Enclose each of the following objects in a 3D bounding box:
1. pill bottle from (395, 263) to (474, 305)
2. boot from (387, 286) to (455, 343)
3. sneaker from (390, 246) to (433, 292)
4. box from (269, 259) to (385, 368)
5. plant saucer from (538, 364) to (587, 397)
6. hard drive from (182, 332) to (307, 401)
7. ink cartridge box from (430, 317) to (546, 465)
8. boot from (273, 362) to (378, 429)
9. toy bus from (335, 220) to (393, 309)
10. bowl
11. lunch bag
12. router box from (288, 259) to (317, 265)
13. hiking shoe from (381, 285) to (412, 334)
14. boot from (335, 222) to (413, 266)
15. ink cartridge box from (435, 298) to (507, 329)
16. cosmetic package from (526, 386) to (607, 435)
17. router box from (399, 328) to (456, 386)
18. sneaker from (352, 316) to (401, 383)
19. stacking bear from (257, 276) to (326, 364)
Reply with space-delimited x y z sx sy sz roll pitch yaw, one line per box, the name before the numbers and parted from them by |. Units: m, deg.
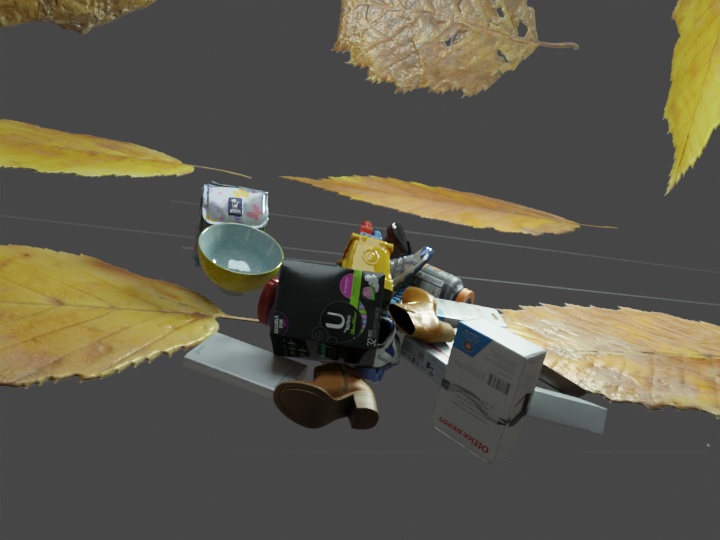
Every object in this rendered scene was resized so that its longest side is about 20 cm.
pill bottle | 0.193 0.051 1.820 0.197 0.109 0.105 25 22 30
boot | 0.108 0.084 1.530 0.142 0.072 0.201 17 20 -39
sneaker | 0.090 -0.009 1.771 0.089 0.198 0.075 53 1 8
box | -0.060 0.082 1.313 0.194 0.153 0.125 8 -24 1
plant saucer | 0.387 0.217 1.502 0.197 0.033 0.200 32 -1 1
hard drive | -0.209 0.175 1.301 0.195 0.027 0.132 17 19 12
ink cartridge box | 0.222 0.207 1.240 0.143 0.205 0.083 27 21 37
boot | -0.067 0.202 1.241 0.194 0.079 0.156 10 20 -18
toy bus | 0.000 0.000 1.586 0.132 0.201 0.197 13 60 -9
bowl | -0.282 -0.008 1.622 0.195 0.110 0.202 14 32 -9
lunch bag | -0.319 -0.105 1.736 0.165 0.206 0.127 8 10 -19
router box | -0.094 0.034 1.748 0.194 0.052 0.150 13 17 -4
hiking shoe | 0.085 0.080 1.706 0.084 0.076 0.201 14 18 0
boot | 0.028 -0.052 1.840 0.194 0.070 0.188 -14 -15 10
ink cartridge box | 0.240 0.127 1.693 0.194 0.069 0.116 10 18 -8
cosmetic package | 0.359 0.254 1.337 0.146 0.053 0.200 12 -4 1
router box | 0.212 0.195 1.507 0.176 0.050 0.199 -2 24 -40
sneaker | 0.046 0.140 1.442 0.079 0.118 0.199 18 19 12
stacking bear | -0.105 0.114 1.425 0.198 0.116 0.120 35 18 25
